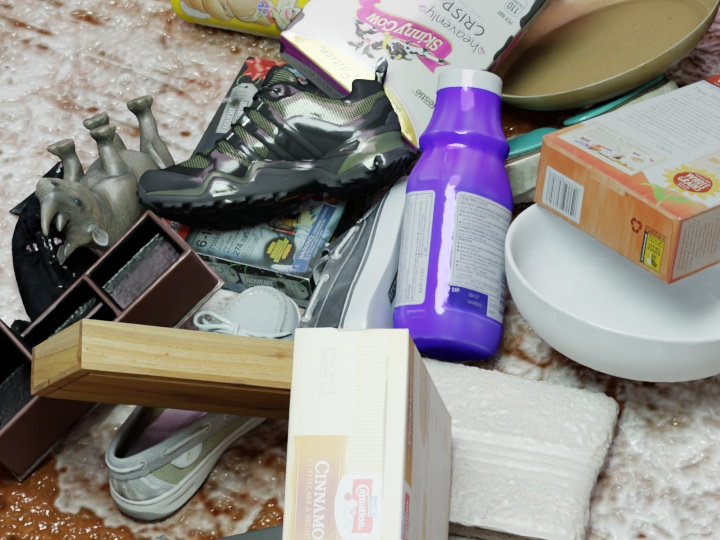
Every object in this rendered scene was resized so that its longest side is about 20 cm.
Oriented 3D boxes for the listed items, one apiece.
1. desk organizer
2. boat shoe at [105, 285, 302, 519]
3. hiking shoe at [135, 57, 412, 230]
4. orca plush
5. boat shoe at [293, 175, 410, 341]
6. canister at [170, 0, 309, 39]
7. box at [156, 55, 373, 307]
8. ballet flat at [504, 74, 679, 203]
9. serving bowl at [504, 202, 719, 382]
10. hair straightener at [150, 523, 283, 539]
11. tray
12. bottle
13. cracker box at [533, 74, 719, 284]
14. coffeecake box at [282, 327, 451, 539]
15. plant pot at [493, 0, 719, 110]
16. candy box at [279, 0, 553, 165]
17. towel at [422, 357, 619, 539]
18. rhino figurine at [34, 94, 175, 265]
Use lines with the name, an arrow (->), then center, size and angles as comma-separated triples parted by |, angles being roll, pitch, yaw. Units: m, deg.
desk organizer -> -0.197, 0.044, 1.659 | 0.200, 0.077, 0.072 | -44, 69, -4
boat shoe -> -0.108, 0.082, 1.668 | 0.074, 0.065, 0.202 | 25, 58, 26
hiking shoe -> -0.067, -0.092, 1.729 | 0.199, 0.076, 0.101 | -11, 74, 1
orca plush -> -0.213, -0.012, 1.759 | 0.105, 0.071, 0.201 | -11, 49, -1
boat shoe -> 0.000, 0.000, 1.709 | 0.067, 0.072, 0.200 | 1, 40, 18
canister -> -0.040, -0.249, 1.900 | 0.199, 0.087, 0.149 | 12, 86, 21
box -> -0.060, -0.069, 1.806 | 0.136, 0.040, 0.200 | 12, 53, 19
ballet flat -> 0.155, -0.082, 1.770 | 0.199, 0.063, 0.067 | -24, 9, -9
serving bowl -> 0.195, 0.020, 1.658 | 0.199, 0.066, 0.200 | 4, 30, -3
hair straightener -> -0.134, 0.189, 1.573 | 0.199, 0.077, 0.041 | -4, 51, 5
tray -> -0.107, 0.068, 1.581 | 0.199, 0.099, 0.037 | 6, 75, -26
bottle -> 0.068, -0.040, 1.689 | 0.065, 0.083, 0.201 | -4, 75, 36
cracker box -> 0.239, -0.068, 1.693 | 0.199, 0.058, 0.134 | -20, 40, -36
coffeecake box -> 0.007, 0.137, 1.488 | 0.073, 0.200, 0.154 | 0, 71, 10
plant pot -> 0.183, -0.174, 1.823 | 0.199, 0.028, 0.200 | -20, 26, 10
candy box -> 0.052, -0.199, 1.785 | 0.136, 0.061, 0.200 | 39, 81, 4
towel -> 0.068, 0.121, 1.630 | 0.199, 0.035, 0.133 | 9, 53, 16
rhino figurine -> -0.188, -0.059, 1.749 | 0.060, 0.088, 0.200 | -16, 14, 21
